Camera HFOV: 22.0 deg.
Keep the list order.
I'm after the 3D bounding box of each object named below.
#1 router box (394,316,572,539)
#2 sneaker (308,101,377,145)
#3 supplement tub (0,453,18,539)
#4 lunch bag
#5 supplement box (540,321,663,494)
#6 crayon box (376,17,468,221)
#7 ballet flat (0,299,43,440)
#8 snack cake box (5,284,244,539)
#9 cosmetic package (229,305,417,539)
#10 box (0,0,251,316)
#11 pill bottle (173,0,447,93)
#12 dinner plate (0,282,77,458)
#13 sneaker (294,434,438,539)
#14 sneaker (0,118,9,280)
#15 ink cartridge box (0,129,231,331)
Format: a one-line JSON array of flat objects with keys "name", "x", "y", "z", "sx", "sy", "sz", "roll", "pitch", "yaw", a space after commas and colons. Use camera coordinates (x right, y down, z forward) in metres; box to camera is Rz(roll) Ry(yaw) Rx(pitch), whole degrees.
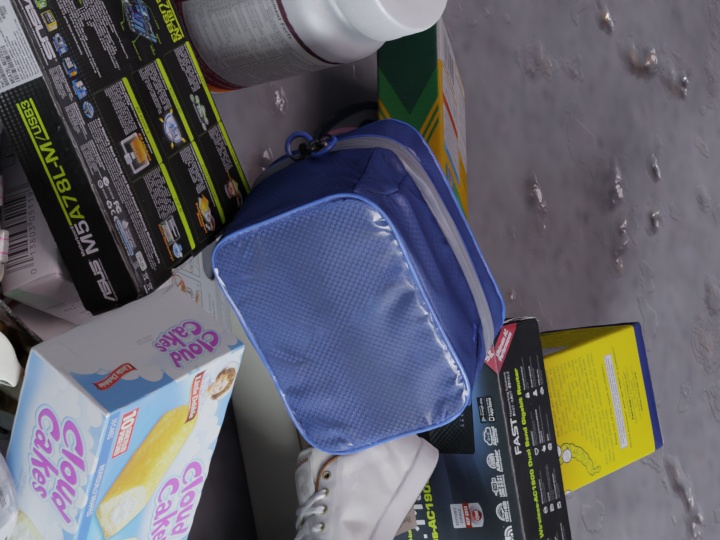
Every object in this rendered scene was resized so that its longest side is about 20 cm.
[{"name": "router box", "x": 0.070, "y": 0.140, "z": 1.377, "sx": 0.062, "sy": 0.149, "sz": 0.202, "roll": -10, "pitch": 91, "yaw": -49}, {"name": "sneaker", "x": -0.006, "y": -0.066, "z": 1.373, "sx": 0.070, "sy": 0.082, "sz": 0.200, "roll": 61, "pitch": 41, "yaw": -22}, {"name": "supplement tub", "x": -0.288, "y": 0.157, "z": 0.988, "sx": 0.200, "sy": 0.122, "sz": 0.123, "roll": -46, "pitch": 117, "yaw": -42}, {"name": "lunch bag", "x": 0.000, "y": 0.000, "z": 1.218, "sx": 0.201, "sy": 0.135, "sz": 0.132, "roll": 64, "pitch": 26, "yaw": -19}, {"name": "supplement box", "x": 0.140, "y": 0.118, "z": 1.492, "sx": 0.199, "sy": 0.108, "sz": 0.110, "roll": -15, "pitch": 95, "yaw": -48}, {"name": "crayon box", "x": 0.048, "y": -0.074, "z": 1.381, "sx": 0.126, "sy": 0.051, "sz": 0.202, "roll": 62, "pitch": 24, "yaw": -65}, {"name": "ballet flat", "x": -0.209, "y": 0.056, "z": 1.055, "sx": 0.201, "sy": 0.071, "sz": 0.073, "roll": 56, "pitch": 43, "yaw": -57}, {"name": "snack cake box", "x": -0.148, "y": 0.119, "z": 1.080, "sx": 0.115, "sy": 0.067, "sz": 0.201, "roll": -25, "pitch": 142, "yaw": -46}, {"name": "cosmetic package", "x": -0.032, "y": 0.099, "z": 1.326, "sx": 0.103, "sy": 0.073, "sz": 0.202, "roll": -15, "pitch": 95, "yaw": -48}, {"name": "box", "x": -0.151, "y": -0.097, "z": 1.156, "sx": 0.201, "sy": 0.047, "sz": 0.193, "roll": 67, "pitch": 22, "yaw": -12}, {"name": "pill bottle", "x": -0.043, "y": -0.189, "z": 1.262, "sx": 0.109, "sy": 0.199, "sz": 0.111, "roll": 10, "pitch": 76, "yaw": -47}, {"name": "dinner plate", "x": -0.188, "y": 0.086, "z": 1.188, "sx": 0.199, "sy": 0.024, "sz": 0.202, "roll": 11, "pitch": 75, "yaw": -47}, {"name": "sneaker", "x": -0.024, "y": 0.172, "z": 1.229, "sx": 0.085, "sy": 0.073, "sz": 0.200, "roll": 39, "pitch": 48, "yaw": -9}, {"name": "sneaker", "x": -0.250, "y": -0.028, "z": 1.100, "sx": 0.088, "sy": 0.081, "sz": 0.201, "roll": 40, "pitch": 64, "yaw": -39}, {"name": "ink cartridge box", "x": -0.159, "y": -0.039, "z": 1.212, "sx": 0.200, "sy": 0.050, "sz": 0.162, "roll": 32, "pitch": 47, "yaw": -58}]
